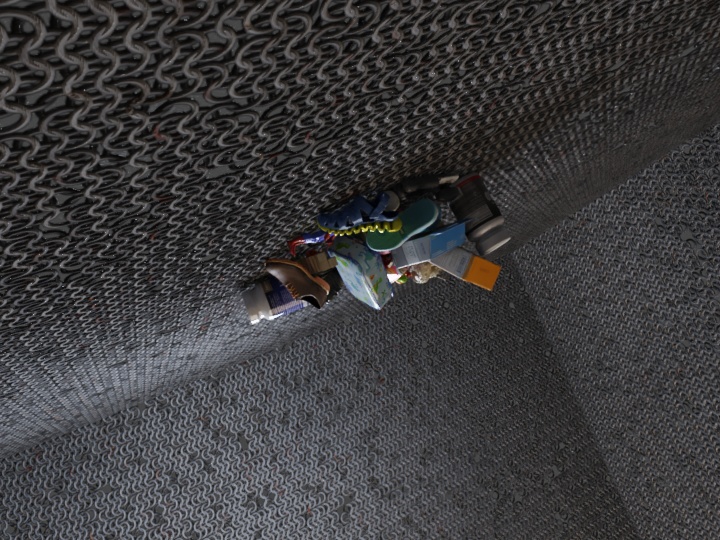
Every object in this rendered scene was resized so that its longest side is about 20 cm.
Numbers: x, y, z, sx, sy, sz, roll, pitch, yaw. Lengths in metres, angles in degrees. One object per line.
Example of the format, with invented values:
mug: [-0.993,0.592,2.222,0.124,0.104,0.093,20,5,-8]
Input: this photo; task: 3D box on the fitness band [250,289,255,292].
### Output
fitness band: [-0.272,0.070,1.951,0.142,0.038,0.198,-31,167,37]

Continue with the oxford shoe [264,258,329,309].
oxford shoe: [-0.168,0.033,1.633,0.197,0.074,0.071,29,146,-23]

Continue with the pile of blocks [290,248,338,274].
pile of blocks: [-0.134,-0.026,1.696,0.197,0.063,0.082,-16,-171,40]

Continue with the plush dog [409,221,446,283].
plush dog: [0.213,-0.079,1.882,0.156,0.201,0.175,-1,122,-16]

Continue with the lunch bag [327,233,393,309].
lunch bag: [0.000,0.000,1.696,0.082,0.202,0.159,-44,-138,-20]

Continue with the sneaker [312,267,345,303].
sneaker: [-0.056,0.033,1.838,0.194,0.118,0.076,-4,-172,-4]

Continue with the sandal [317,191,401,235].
sandal: [-0.003,-0.132,1.427,0.195,0.089,0.080,-7,-156,-8]

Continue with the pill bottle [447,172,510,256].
pill bottle: [0.319,-0.151,1.696,0.112,0.203,0.114,-27,171,-5]

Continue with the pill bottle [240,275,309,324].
pill bottle: [-0.239,0.074,1.809,0.196,0.118,0.116,-22,171,-13]

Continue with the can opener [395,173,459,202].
can opener: [0.173,-0.196,1.520,0.197,0.068,0.053,-17,168,-41]

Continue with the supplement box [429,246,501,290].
supplement box: [0.268,-0.025,1.712,0.124,0.199,0.075,18,99,-40]

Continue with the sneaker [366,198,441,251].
sneaker: [0.116,-0.107,1.537,0.197,0.081,0.130,-24,175,23]

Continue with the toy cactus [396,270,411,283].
toy cactus: [0.065,0.003,2.010,0.165,0.199,0.103,-44,148,-10]

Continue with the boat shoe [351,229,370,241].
boat shoe: [0.010,-0.083,1.755,0.202,0.070,0.062,85,29,-68]

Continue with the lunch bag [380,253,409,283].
lunch bag: [0.119,-0.066,1.777,0.176,0.081,0.202,-32,-155,59]

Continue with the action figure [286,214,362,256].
action figure: [-0.082,-0.090,1.530,0.196,0.053,0.066,-27,167,-1]

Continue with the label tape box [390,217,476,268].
label tape box: [0.190,-0.070,1.589,0.142,0.068,0.198,-25,-172,-37]

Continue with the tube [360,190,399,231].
tube: [0.047,-0.144,1.561,0.056,0.053,0.200,6,167,-10]

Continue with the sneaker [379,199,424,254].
sneaker: [0.108,-0.134,1.683,0.199,0.079,0.096,-39,137,-9]
